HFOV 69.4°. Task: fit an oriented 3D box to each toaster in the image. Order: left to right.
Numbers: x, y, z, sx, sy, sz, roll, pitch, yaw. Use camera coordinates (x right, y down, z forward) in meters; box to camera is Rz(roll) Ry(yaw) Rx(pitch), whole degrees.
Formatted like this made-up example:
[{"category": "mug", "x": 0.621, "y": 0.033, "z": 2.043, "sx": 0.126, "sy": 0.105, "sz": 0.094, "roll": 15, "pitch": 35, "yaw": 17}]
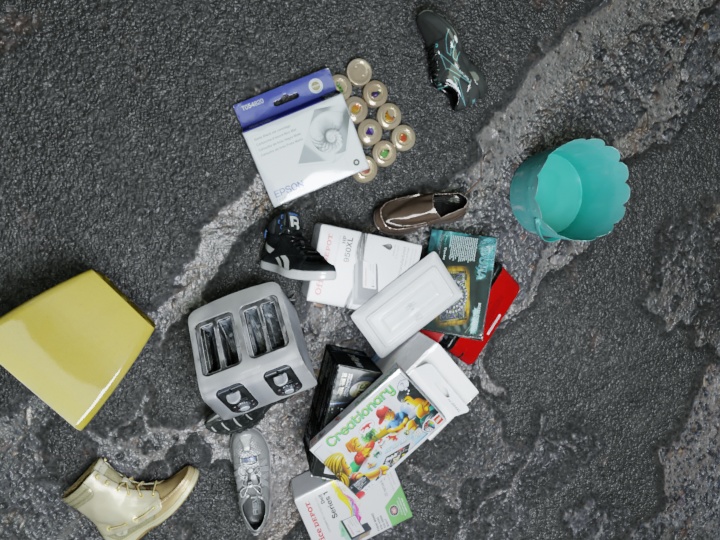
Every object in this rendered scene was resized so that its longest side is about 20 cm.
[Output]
[{"category": "toaster", "x": -0.188, "y": 0.131, "z": 0.910, "sx": 0.179, "sy": 0.119, "sz": 0.201, "roll": -19, "pitch": 59, "yaw": -3}]

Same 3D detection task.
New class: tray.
[{"category": "tray", "x": 0.090, "y": 0.066, "z": 0.963, "sx": 0.199, "sy": 0.022, "sz": 0.108, "roll": -37, "pitch": 104, "yaw": -5}]

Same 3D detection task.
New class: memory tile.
[{"category": "memory tile", "x": 0.003, "y": -0.288, "z": 1.003, "sx": 0.153, "sy": 0.017, "sz": 0.201, "roll": -38, "pitch": 101, "yaw": -7}]

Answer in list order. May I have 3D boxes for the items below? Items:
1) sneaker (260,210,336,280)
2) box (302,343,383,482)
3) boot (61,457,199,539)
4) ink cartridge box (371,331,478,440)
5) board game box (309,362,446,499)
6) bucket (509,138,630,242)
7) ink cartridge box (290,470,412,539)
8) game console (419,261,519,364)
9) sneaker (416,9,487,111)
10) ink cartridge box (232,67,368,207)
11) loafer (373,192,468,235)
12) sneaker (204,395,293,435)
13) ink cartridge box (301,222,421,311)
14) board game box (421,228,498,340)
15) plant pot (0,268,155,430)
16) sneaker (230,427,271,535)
[{"category": "sneaker", "x": -0.113, "y": -0.047, "z": 0.908, "sx": 0.073, "sy": 0.199, "sz": 0.113, "roll": 1, "pitch": 97, "yaw": -42}, {"category": "box", "x": -0.037, "y": 0.257, "z": 0.964, "sx": 0.085, "sy": 0.164, "sz": 0.202, "roll": 14, "pitch": 91, "yaw": -13}, {"category": "boot", "x": -0.412, "y": 0.390, "z": 0.940, "sx": 0.199, "sy": 0.073, "sz": 0.156, "roll": -38, "pitch": 104, "yaw": -1}, {"category": "ink cartridge box", "x": 0.111, "y": 0.204, "z": 0.972, "sx": 0.125, "sy": 0.200, "sz": 0.129, "roll": -43, "pitch": 101, "yaw": -6}, {"category": "board game box", "x": 0.029, "y": 0.267, "z": 0.866, "sx": 0.200, "sy": 0.035, "sz": 0.126, "roll": -43, "pitch": 101, "yaw": 2}, {"category": "bucket", "x": 0.409, "y": -0.155, "z": 1.041, "sx": 0.205, "sy": 0.135, "sz": 0.209, "roll": -1, "pitch": 95, "yaw": -11}, {"category": "ink cartridge box", "x": -0.020, "y": 0.448, "z": 1.024, "sx": 0.199, "sy": 0.084, "sz": 0.146, "roll": -23, "pitch": 99, "yaw": -9}, {"category": "game console", "x": 0.207, "y": 0.064, "z": 1.076, "sx": 0.172, "sy": 0.118, "sz": 0.201, "roll": 36, "pitch": 87, "yaw": -44}, {"category": "sneaker", "x": 0.163, "y": -0.401, "z": 0.999, "sx": 0.079, "sy": 0.075, "sz": 0.200, "roll": -39, "pitch": 101, "yaw": -4}, {"category": "ink cartridge box", "x": -0.108, "y": -0.246, "z": 0.958, "sx": 0.198, "sy": 0.041, "sz": 0.201, "roll": -24, "pitch": 100, "yaw": -4}, {"category": "loafer", "x": 0.120, "y": -0.122, "z": 1.007, "sx": 0.198, "sy": 0.071, "sz": 0.074, "roll": -15, "pitch": 79, "yaw": -15}, {"category": "sneaker", "x": -0.201, "y": 0.233, "z": 0.974, "sx": 0.199, "sy": 0.079, "sz": 0.074, "roll": -33, "pitch": 137, "yaw": -11}, {"category": "ink cartridge box", "x": 0.000, "y": 0.000, "z": 0.990, "sx": 0.198, "sy": 0.084, "sz": 0.146, "roll": 11, "pitch": 93, "yaw": -13}, {"category": "board game box", "x": 0.187, "y": 0.026, "z": 1.015, "sx": 0.134, "sy": 0.028, "sz": 0.202, "roll": 10, "pitch": 80, "yaw": 14}, {"category": "plant pot", "x": -0.452, "y": 0.109, "z": 0.857, "sx": 0.200, "sy": 0.200, "sz": 0.176, "roll": 47, "pitch": 72, "yaw": -12}, {"category": "sneaker", "x": -0.199, "y": 0.395, "z": 0.981, "sx": 0.074, "sy": 0.082, "sz": 0.202, "roll": -11, "pitch": 97, "yaw": -11}]
